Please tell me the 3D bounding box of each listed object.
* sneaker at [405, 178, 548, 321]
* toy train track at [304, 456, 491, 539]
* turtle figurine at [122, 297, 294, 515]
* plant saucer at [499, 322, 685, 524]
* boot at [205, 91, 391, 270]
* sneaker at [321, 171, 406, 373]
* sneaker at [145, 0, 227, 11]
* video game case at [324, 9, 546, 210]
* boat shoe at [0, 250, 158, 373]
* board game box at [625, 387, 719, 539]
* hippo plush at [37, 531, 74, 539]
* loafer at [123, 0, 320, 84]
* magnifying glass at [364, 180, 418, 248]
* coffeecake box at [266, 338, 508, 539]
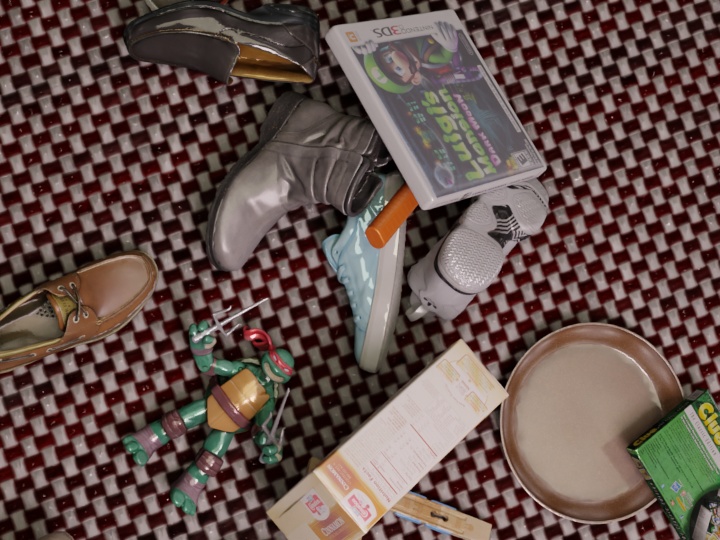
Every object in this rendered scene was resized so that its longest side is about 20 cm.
[{"bbox_3d":[0.112,-0.025,1.350,0.075,0.115,0.200,43,46,-2],"label":"sneaker"},{"bbox_3d":[0.035,0.233,1.329,0.198,0.033,0.116,22,62,-11],"label":"toy train track"},{"bbox_3d":[-0.124,0.131,1.285,0.200,0.101,0.150,-44,76,5],"label":"turtle figurine"},{"bbox_3d":[0.236,0.155,1.366,0.198,0.032,0.203,1,83,-8],"label":"plant saucer"},{"bbox_3d":[-0.058,-0.076,1.298,0.131,0.070,0.202,22,81,28],"label":"boot"},{"bbox_3d":[0.000,0.000,1.339,0.081,0.074,0.202,5,79,10],"label":"sneaker"},{"bbox_3d":[-0.127,-0.319,1.342,0.198,0.082,0.078,-26,88,-10],"label":"sneaker"},{"bbox_3d":[0.078,-0.165,1.320,0.181,0.023,0.201,-18,74,-43],"label":"video game case"},{"bbox_3d":[-0.283,0.042,1.287,0.199,0.068,0.072,-32,87,-11],"label":"boat shoe"},{"bbox_3d":[0.360,0.232,1.358,0.104,0.023,0.201,-34,100,-13],"label":"board game box"},{"bbox_3d":[-0.250,0.353,1.211,0.160,0.159,0.202,24,62,-16],"label":"hippo plush"},{"bbox_3d":[-0.135,-0.221,1.328,0.197,0.073,0.073,-4,64,-8],"label":"loafer"},{"bbox_3d":[0.062,-0.091,1.324,0.200,0.022,0.080,-52,126,-40],"label":"magnifying glass"},{"bbox_3d":[0.023,0.171,1.242,0.200,0.154,0.073,-39,85,-30],"label":"coffeecake box"}]
